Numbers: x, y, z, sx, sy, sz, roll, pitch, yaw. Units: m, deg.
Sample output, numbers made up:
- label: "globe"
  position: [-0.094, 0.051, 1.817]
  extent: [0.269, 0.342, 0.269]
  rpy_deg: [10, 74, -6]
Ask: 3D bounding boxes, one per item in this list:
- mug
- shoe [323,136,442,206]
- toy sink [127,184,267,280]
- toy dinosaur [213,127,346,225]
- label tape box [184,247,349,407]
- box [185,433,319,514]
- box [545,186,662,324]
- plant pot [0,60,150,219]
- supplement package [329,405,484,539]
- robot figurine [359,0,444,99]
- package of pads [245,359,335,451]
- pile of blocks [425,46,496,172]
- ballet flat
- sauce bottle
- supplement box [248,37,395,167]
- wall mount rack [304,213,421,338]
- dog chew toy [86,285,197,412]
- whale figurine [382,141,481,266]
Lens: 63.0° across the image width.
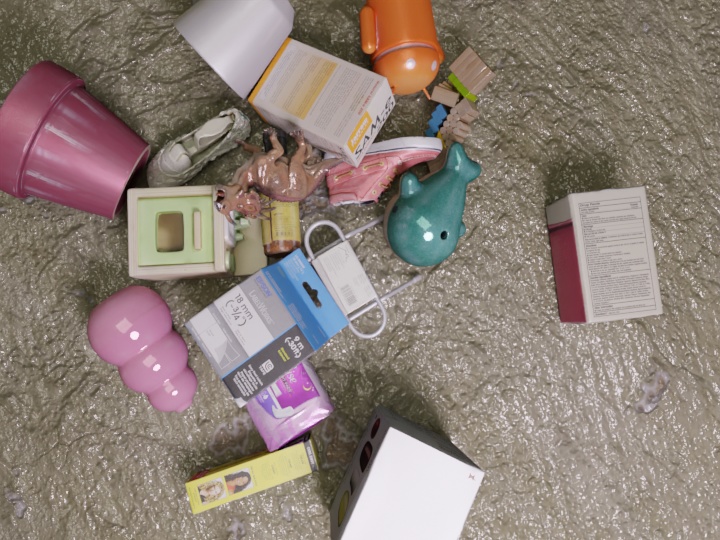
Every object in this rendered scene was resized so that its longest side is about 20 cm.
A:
- label: "mug"
  position: [-0.196, -0.392, 0.913]
  extent: [0.153, 0.149, 0.187]
  rpy_deg: [-43, 84, 6]
- label: "shoe"
  position: [0.038, -0.158, 0.955]
  extent: [0.195, 0.071, 0.093]
  rpy_deg: [-6, 88, 9]
- label: "toy sink"
  position: [-0.248, -0.057, 0.912]
  extent: [0.195, 0.112, 0.134]
  rpy_deg: [-2, 85, -4]
- label: "toy dinosaur"
  position: [-0.123, -0.133, 0.880]
  extent: [0.195, 0.086, 0.139]
  rpy_deg: [-1, 86, -18]
- label: "label tape box"
  position: [-0.132, 0.077, 0.858]
  extent: [0.198, 0.063, 0.145]
  rpy_deg: [-36, 89, -8]
- label: "box"
  position: [-0.162, 0.311, 0.906]
  extent: [0.196, 0.075, 0.051]
  rpy_deg: [-19, 84, -4]
- label: "box"
  position: [0.389, -0.021, 0.950]
  extent: [0.125, 0.109, 0.205]
  rpy_deg: [-6, 85, -4]
- label: "plant pot"
  position: [-0.425, -0.177, 0.882]
  extent: [0.177, 0.200, 0.203]
  rpy_deg: [28, 84, -16]
- label: "supplement package"
  position: [0.056, 0.327, 0.854]
  extent: [0.145, 0.200, 0.194]
  rpy_deg: [25, 83, -1]
- label: "robot figurine"
  position: [0.069, -0.379, 0.958]
  extent: [0.114, 0.144, 0.205]
  rpy_deg: [-9, 85, 17]
- label: "package of pads"
  position: [-0.137, 0.161, 0.919]
  extent: [0.119, 0.076, 0.202]
  rpy_deg: [-30, 88, -4]
- label: "pile of blocks"
  position: [0.158, -0.260, 0.976]
  extent: [0.081, 0.062, 0.203]
  rpy_deg: [30, 107, 24]
- label: "ballet flat"
  position: [-0.268, -0.202, 0.947]
  extent: [0.198, 0.072, 0.072]
  rpy_deg: [-36, 88, -5]
- label: "sauce bottle"
  position: [-0.131, -0.124, 0.948]
  extent: [0.064, 0.066, 0.205]
  rpy_deg: [-2, 82, -4]
- label: "supplement box"
  position: [-0.061, -0.267, 0.929]
  extent: [0.198, 0.074, 0.127]
  rpy_deg: [30, 84, 22]
- label: "wall mount rack"
  position: [0.000, 0.000, 0.946]
  extent: [0.172, 0.075, 0.203]
  rpy_deg: [-30, 88, -2]
- label: "dog chew toy"
  position: [-0.321, 0.126, 0.893]
  extent: [0.123, 0.124, 0.202]
  rpy_deg: [-33, 96, -6]
- label: "whale figurine"
  position: [0.125, -0.099, 0.923]
  extent: [0.158, 0.104, 0.201]
  rpy_deg: [38, 89, -32]
